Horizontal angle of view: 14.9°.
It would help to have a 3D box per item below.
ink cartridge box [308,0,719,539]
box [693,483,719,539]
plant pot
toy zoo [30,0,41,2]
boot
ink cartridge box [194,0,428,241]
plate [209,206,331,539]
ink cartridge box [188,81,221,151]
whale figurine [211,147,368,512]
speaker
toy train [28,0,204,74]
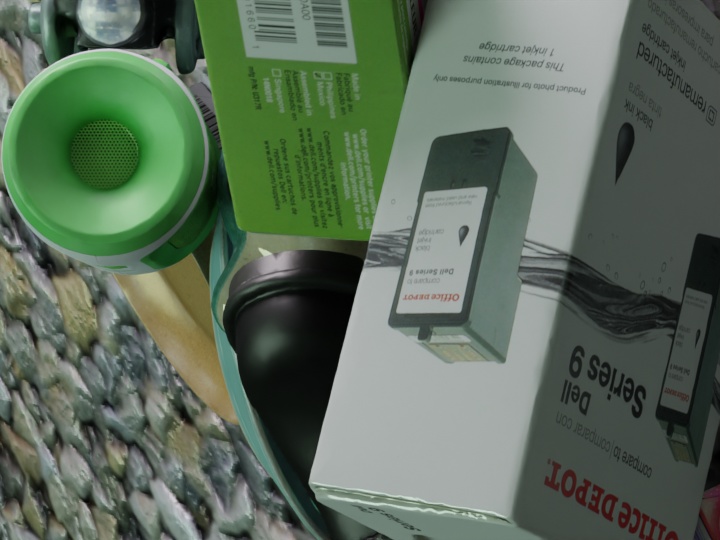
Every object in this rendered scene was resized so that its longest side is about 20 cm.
[{"bbox_3d":[0.071,0.005,0.961,0.084,0.146,0.201,7,77,32],"label":"ink cartridge box"},{"bbox_3d":[0.148,0.141,1.087,0.103,0.094,0.200,63,154,11],"label":"box"},{"bbox_3d":[-0.098,-0.017,1.360,0.200,0.027,0.200,52,163,24],"label":"plant pot"},{"bbox_3d":[-0.132,-0.208,1.313,0.200,0.020,0.132,-70,-9,-74],"label":"toy zoo"},{"bbox_3d":[0.012,0.107,1.045,0.211,0.079,0.158,52,-150,-36],"label":"boot"},{"bbox_3d":[0.005,-0.130,1.018,0.075,0.200,0.148,5,132,16],"label":"ink cartridge box"},{"bbox_3d":[-0.029,0.032,1.229,0.200,0.025,0.201,-14,-90,-72],"label":"plate"},{"bbox_3d":[-0.056,0.009,1.423,0.109,0.050,0.200,48,162,36],"label":"ink cartridge box"},{"bbox_3d":[0.000,0.000,1.156,0.104,0.159,0.201,23,121,53],"label":"whale figurine"},{"bbox_3d":[-0.101,-0.043,1.160,0.200,0.088,0.089,104,143,-88],"label":"speaker"},{"bbox_3d":[-0.099,-0.153,1.242,0.200,0.085,0.114,-64,-25,-78],"label":"toy train"}]
